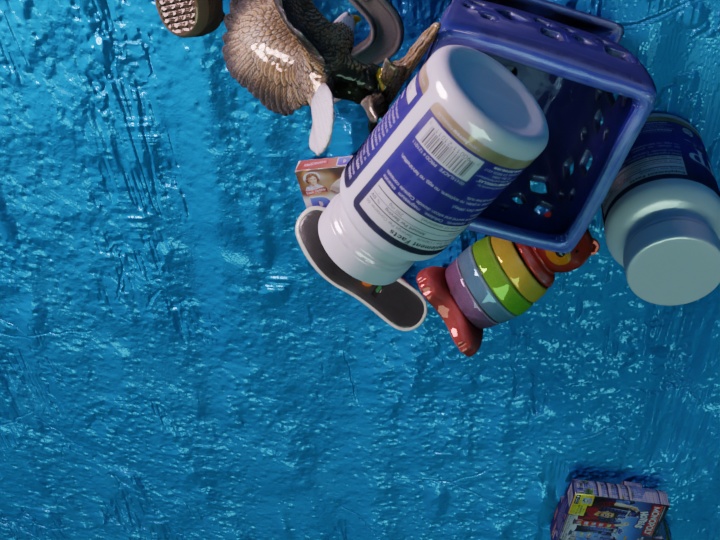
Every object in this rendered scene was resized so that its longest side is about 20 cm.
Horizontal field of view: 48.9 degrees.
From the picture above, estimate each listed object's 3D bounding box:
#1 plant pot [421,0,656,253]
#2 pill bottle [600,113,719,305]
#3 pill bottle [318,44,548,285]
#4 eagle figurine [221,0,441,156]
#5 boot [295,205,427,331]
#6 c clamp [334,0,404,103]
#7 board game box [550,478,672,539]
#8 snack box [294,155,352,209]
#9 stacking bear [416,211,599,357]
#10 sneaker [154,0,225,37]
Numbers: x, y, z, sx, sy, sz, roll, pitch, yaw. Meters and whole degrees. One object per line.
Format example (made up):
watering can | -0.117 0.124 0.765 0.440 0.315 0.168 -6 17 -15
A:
plant pot | 0.149 -0.163 0.779 0.200 0.180 0.200 16 133 -3
pill bottle | 0.312 -0.064 0.825 0.120 0.200 0.120 5 133 6
pill bottle | 0.053 -0.080 0.671 0.116 0.116 0.200 30 131 -16
eagle figurine | -0.048 -0.209 0.704 0.200 0.151 0.152 35 105 -2
boot | 0.000 0.000 1.016 0.200 0.144 0.072 43 91 1
c clamp | -0.049 -0.251 0.803 0.171 0.027 0.200 -13 134 40
board game box | 0.440 0.419 1.335 0.200 0.062 0.200 6 132 4
snack box | 0.026 -0.107 0.956 0.200 0.024 0.072 -4 133 14
stacking bear | 0.189 -0.002 0.968 0.200 0.114 0.122 -33 93 21
sneaker | -0.173 -0.332 0.769 0.070 0.076 0.200 5 111 19
